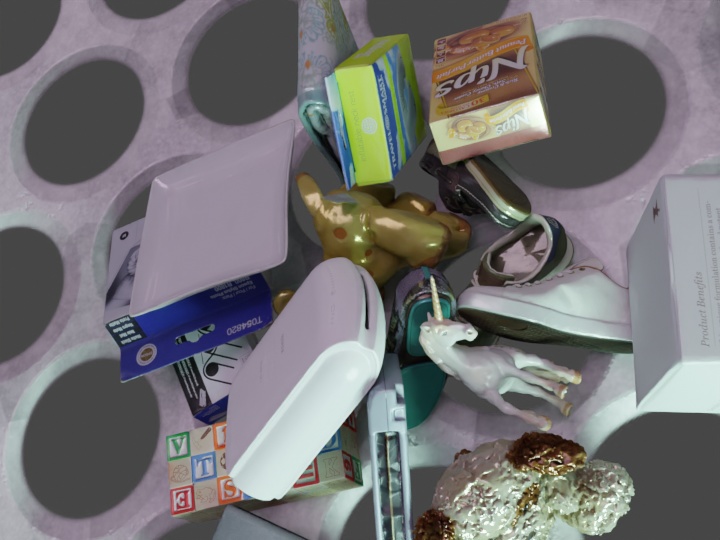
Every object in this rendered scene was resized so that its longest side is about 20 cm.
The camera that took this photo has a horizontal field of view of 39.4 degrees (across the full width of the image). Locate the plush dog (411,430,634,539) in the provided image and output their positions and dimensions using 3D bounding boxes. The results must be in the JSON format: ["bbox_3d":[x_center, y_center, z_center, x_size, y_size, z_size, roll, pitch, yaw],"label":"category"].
[{"bbox_3d":[0.127,0.205,0.908,0.200,0.172,0.161,-44,61,1],"label":"plush dog"}]

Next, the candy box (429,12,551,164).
[{"bbox_3d":[0.137,-0.199,1.077,0.115,0.056,0.201,-14,34,16],"label":"candy box"}]

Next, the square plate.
[{"bbox_3d":[-0.152,-0.053,1.079,0.197,0.028,0.201,-19,49,23],"label":"square plate"}]

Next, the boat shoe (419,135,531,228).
[{"bbox_3d":[0.116,-0.089,1.066,0.066,0.071,0.201,-53,31,16],"label":"boat shoe"}]

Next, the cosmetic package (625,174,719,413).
[{"bbox_3d":[0.348,0.025,0.872,0.198,0.167,0.169,1,69,4],"label":"cosmetic package"}]

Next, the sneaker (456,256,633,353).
[{"bbox_3d":[0.188,0.026,0.980,0.198,0.073,0.085,10,72,-14],"label":"sneaker"}]

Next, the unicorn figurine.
[{"bbox_3d":[0.128,0.090,0.933,0.137,0.200,0.074,25,83,21],"label":"unicorn figurine"}]

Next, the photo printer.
[{"bbox_3d":[-0.049,0.091,0.940,0.200,0.069,0.167,-52,21,22],"label":"photo printer"}]

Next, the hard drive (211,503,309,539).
[{"bbox_3d":[-0.073,0.330,0.973,0.199,0.033,0.140,17,77,26],"label":"hard drive"}]

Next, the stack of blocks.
[{"bbox_3d":[-0.104,0.188,1.068,0.199,0.059,0.116,-16,65,15],"label":"stack of blocks"}]

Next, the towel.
[{"bbox_3d":[-0.029,-0.203,1.114,0.048,0.200,0.172,-9,65,10],"label":"towel"}]

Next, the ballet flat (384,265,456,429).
[{"bbox_3d":[0.056,0.073,0.999,0.071,0.201,0.072,5,43,-4],"label":"ballet flat"}]

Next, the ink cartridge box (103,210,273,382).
[{"bbox_3d":[-0.192,0.004,1.116,0.198,0.041,0.201,-22,49,15],"label":"ink cartridge box"}]

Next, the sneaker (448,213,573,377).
[{"bbox_3d":[0.132,0.018,1.026,0.200,0.090,0.067,-45,62,0],"label":"sneaker"}]

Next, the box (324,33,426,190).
[{"bbox_3d":[0.021,-0.172,1.066,0.047,0.200,0.123,-5,111,18],"label":"box"}]

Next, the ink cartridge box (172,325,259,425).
[{"bbox_3d":[-0.178,0.066,1.151,0.094,0.044,0.201,-31,61,7],"label":"ink cartridge box"}]

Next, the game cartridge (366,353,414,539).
[{"bbox_3d":[0.027,0.186,0.935,0.041,0.133,0.202,-3,101,4],"label":"game cartridge"}]

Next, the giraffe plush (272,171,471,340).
[{"bbox_3d":[0.000,0.000,1.058,0.172,0.199,0.163,31,111,37],"label":"giraffe plush"}]
